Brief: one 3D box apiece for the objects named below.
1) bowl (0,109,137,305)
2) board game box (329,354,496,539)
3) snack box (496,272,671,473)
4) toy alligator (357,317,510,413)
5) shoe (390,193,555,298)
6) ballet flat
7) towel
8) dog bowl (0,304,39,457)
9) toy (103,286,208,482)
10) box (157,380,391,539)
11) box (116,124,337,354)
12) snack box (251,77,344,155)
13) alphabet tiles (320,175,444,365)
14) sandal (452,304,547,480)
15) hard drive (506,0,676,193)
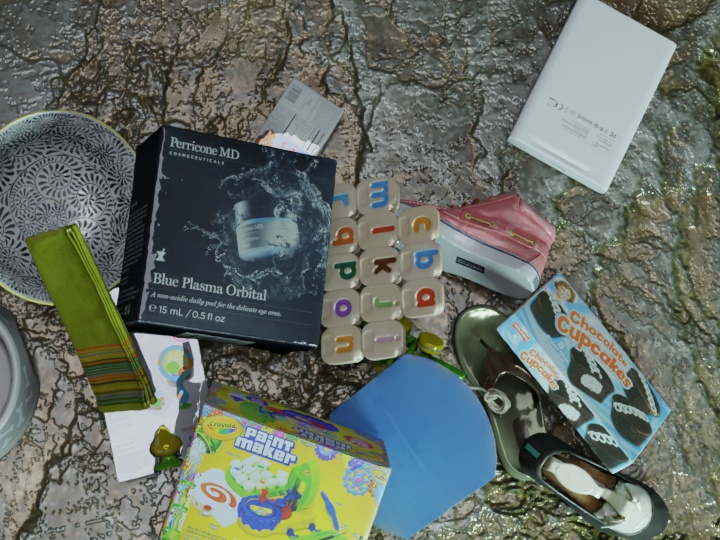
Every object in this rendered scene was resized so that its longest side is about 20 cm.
[{"bbox_3d":[-0.331,-0.067,1.294,0.198,0.094,0.205,-1,93,-28],"label":"bowl"},{"bbox_3d":[0.059,0.184,1.301,0.200,0.039,0.159,-41,79,26],"label":"board game box"},{"bbox_3d":[0.248,0.110,1.331,0.201,0.037,0.116,51,42,4],"label":"snack box"},{"bbox_3d":[0.069,0.106,1.312,0.198,0.054,0.060,29,113,17],"label":"toy alligator"},{"bbox_3d":[0.121,-0.048,1.365,0.198,0.072,0.092,24,58,10],"label":"shoe"},{"bbox_3d":[0.258,0.244,1.305,0.198,0.068,0.069,28,91,-11],"label":"ballet flat"},{"bbox_3d":[-0.277,0.053,1.229,0.018,0.085,0.203,-37,110,-50],"label":"towel"},{"bbox_3d":[-0.444,0.116,1.283,0.196,0.059,0.204,1,80,-6],"label":"dog bowl"},{"bbox_3d":[-0.227,0.116,1.310,0.113,0.047,0.204,-12,86,-11],"label":"toy"},{"bbox_3d":[-0.094,0.245,1.235,0.197,0.122,0.196,20,95,-4],"label":"box"},{"bbox_3d":[-0.141,-0.027,1.263,0.194,0.117,0.204,9,80,-22],"label":"box"},{"bbox_3d":[-0.100,-0.117,1.373,0.071,0.024,0.202,32,79,0],"label":"snack box"},{"bbox_3d":[0.000,0.000,1.323,0.193,0.015,0.204,-9,73,23],"label":"alphabet tiles"},{"bbox_3d":[0.166,0.131,1.338,0.079,0.057,0.204,-20,83,-8],"label":"sandal"},{"bbox_3d":[0.273,-0.210,1.424,0.131,0.027,0.202,28,79,0],"label":"hard drive"}]
